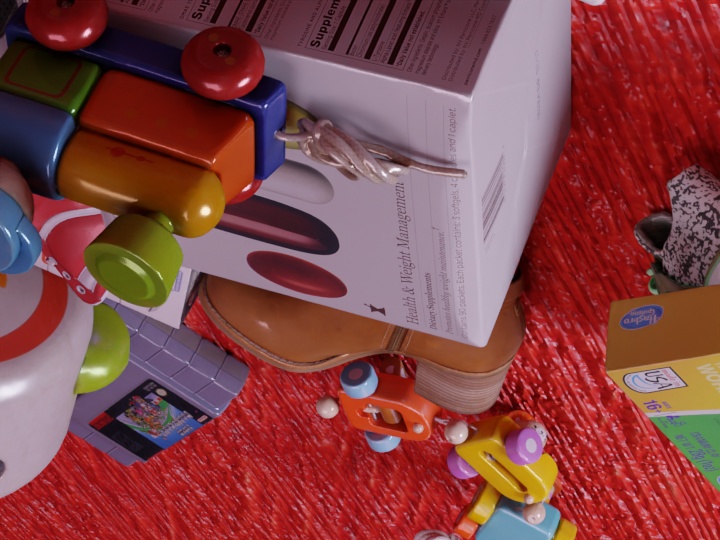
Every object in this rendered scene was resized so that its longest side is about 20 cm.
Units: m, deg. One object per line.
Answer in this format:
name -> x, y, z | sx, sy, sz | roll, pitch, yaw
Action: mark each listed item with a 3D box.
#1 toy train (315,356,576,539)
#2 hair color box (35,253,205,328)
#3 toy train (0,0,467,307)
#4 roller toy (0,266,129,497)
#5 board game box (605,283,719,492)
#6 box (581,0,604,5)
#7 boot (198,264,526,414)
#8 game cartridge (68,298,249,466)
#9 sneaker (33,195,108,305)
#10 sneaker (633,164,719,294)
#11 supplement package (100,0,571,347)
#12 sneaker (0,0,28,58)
toy train -> 0.066, 0.122, 1.285 | 0.150, 0.056, 0.200 | 6, 141, 31
hair color box -> -0.181, -0.053, 1.184 | 0.200, 0.064, 0.111 | 25, 147, 3
toy train -> -0.069, -0.032, 0.801 | 0.200, 0.116, 0.085 | 19, 145, 11
roller toy -> -0.271, 0.052, 1.267 | 0.200, 0.182, 0.140 | 38, 136, 17
board game box -> 0.240, 0.052, 0.943 | 0.200, 0.040, 0.153 | -12, 143, 32
box -> 0.032, -0.217, 0.745 | 0.200, 0.106, 0.152 | 23, 149, 4
boot -> 0.000, 0.000, 1.127 | 0.200, 0.077, 0.155 | 24, 145, 15
game cartridge -> -0.173, 0.078, 1.403 | 0.130, 0.038, 0.200 | 38, 147, -12
sneaker -> -0.182, -0.038, 1.077 | 0.200, 0.071, 0.113 | -2, 134, 46
sneaker -> 0.181, 0.007, 1.038 | 0.089, 0.077, 0.200 | 50, 159, 22
supplement package -> -0.016, -0.094, 0.924 | 0.200, 0.147, 0.191 | 15, 147, 16
sneaker -> -0.177, -0.179, 0.934 | 0.078, 0.077, 0.200 | 31, 123, 58
